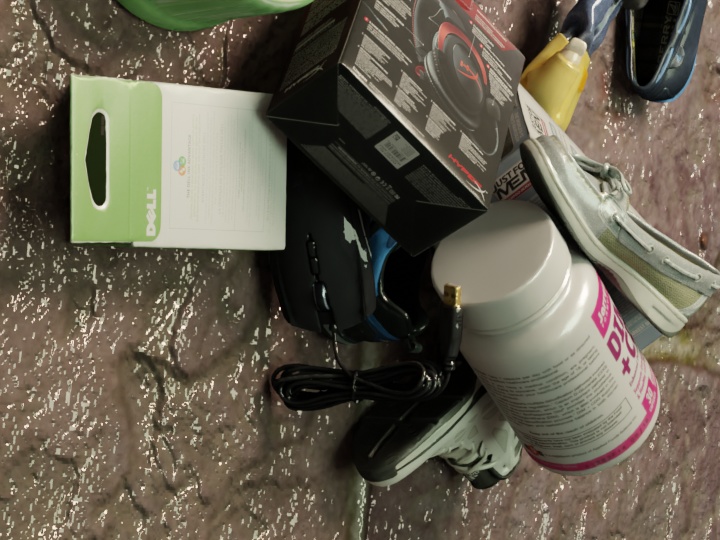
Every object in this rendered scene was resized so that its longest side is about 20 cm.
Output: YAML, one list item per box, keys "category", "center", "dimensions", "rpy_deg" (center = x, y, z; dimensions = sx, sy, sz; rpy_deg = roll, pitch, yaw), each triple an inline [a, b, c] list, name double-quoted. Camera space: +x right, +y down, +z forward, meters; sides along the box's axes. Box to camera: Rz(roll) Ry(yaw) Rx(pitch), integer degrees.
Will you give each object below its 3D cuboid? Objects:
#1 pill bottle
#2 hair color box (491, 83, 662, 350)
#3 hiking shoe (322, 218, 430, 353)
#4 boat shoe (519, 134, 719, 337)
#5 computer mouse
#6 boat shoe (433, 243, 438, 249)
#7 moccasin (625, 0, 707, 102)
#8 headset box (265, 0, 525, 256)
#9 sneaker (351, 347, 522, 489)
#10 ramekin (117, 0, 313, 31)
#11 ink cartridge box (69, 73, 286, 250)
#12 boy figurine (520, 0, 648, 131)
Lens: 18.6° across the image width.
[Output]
- category: "pill bottle"
  center: [0.133, 0.049, 1.584]
  dimensions: [0.200, 0.113, 0.114]
  rpy_deg: [55, 53, -42]
- category: "hair color box"
  center: [0.162, -0.039, 1.657]
  dimensions: [0.200, 0.061, 0.099]
  rpy_deg: [45, 19, -25]
- category: "hiking shoe"
  center: [0.019, -0.045, 1.564]
  dimensions: [0.074, 0.086, 0.201]
  rpy_deg: [-7, 98, -50]
- category: "boat shoe"
  center: [0.185, -0.034, 1.567]
  dimensions: [0.065, 0.074, 0.202]
  rpy_deg: [-42, 119, 5]
- category: "computer mouse"
  center: [0.000, 0.000, 1.500]
  dimensions: [0.046, 0.139, 0.201]
  rpy_deg: [-14, 105, -74]
- category: "boat shoe"
  center: [0.132, -0.005, 1.726]
  dimensions: [0.201, 0.060, 0.072]
  rpy_deg: [30, 69, -48]
- category: "moccasin"
  center: [0.262, -0.242, 1.848]
  dimensions: [0.068, 0.080, 0.201]
  rpy_deg: [-7, 97, -62]
- category: "headset box"
  center: [0.030, -0.133, 1.502]
  dimensions: [0.149, 0.075, 0.201]
  rpy_deg: [43, 37, -22]
- category: "sneaker"
  center: [0.074, 0.131, 1.656]
  dimensions: [0.200, 0.075, 0.116]
  rpy_deg: [-41, 122, -44]
- category: "ramekin"
  center: [-0.084, -0.256, 1.410]
  dimensions: [0.199, 0.097, 0.201]
  rpy_deg: [-5, 97, -50]
- category: "ink cartridge box"
  center: [-0.131, -0.066, 1.398]
  dimensions: [0.199, 0.059, 0.105]
  rpy_deg: [0, 91, -52]
- category: "boy figurine"
  center: [0.160, -0.147, 1.723]
  dimensions: [0.124, 0.064, 0.201]
  rpy_deg: [88, 27, -79]
